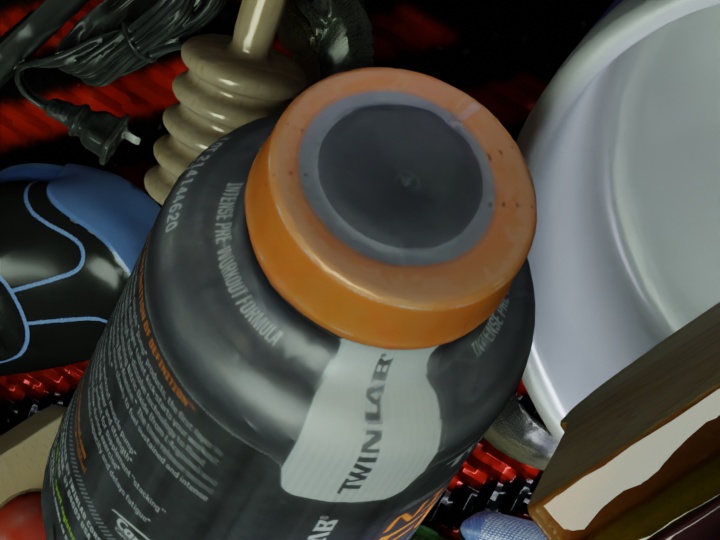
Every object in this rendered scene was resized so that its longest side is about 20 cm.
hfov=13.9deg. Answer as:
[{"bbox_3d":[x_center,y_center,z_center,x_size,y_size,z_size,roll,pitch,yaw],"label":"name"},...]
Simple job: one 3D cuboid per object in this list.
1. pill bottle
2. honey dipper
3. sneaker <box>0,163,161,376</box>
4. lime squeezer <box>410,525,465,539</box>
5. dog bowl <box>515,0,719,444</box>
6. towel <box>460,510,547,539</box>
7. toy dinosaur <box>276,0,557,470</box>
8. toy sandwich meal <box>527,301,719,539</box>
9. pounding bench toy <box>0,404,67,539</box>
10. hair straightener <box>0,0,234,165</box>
[{"bbox_3d":[-0.017,0.027,0.806,0.106,0.106,0.200,35,146,3],"label":"pill bottle"},{"bbox_3d":[-0.018,-0.109,0.820,0.038,0.038,0.200,21,110,13],"label":"honey dipper"},{"bbox_3d":[-0.147,0.016,0.941,0.200,0.078,0.070,-7,117,37],"label":"sneaker"},{"bbox_3d":[0.013,0.107,0.941,0.200,0.071,0.038,-5,116,61],"label":"lime squeezer"},{"bbox_3d":[0.141,-0.006,0.802,0.200,0.079,0.200,12,123,19],"label":"dog bowl"},{"bbox_3d":[0.134,0.116,0.854,0.200,0.147,0.024,19,84,17],"label":"towel"},{"bbox_3d":[0.000,0.000,0.896,0.088,0.047,0.200,-19,112,26],"label":"toy dinosaur"},{"bbox_3d":[0.096,0.039,0.681,0.205,0.205,0.070,-39,84,37],"label":"toy sandwich meal"},{"bbox_3d":[-0.136,0.151,0.966,0.156,0.124,0.200,10,126,51],"label":"pounding bench toy"},{"bbox_3d":[-0.084,-0.075,0.900,0.200,0.041,0.077,-30,103,31],"label":"hair straightener"}]
